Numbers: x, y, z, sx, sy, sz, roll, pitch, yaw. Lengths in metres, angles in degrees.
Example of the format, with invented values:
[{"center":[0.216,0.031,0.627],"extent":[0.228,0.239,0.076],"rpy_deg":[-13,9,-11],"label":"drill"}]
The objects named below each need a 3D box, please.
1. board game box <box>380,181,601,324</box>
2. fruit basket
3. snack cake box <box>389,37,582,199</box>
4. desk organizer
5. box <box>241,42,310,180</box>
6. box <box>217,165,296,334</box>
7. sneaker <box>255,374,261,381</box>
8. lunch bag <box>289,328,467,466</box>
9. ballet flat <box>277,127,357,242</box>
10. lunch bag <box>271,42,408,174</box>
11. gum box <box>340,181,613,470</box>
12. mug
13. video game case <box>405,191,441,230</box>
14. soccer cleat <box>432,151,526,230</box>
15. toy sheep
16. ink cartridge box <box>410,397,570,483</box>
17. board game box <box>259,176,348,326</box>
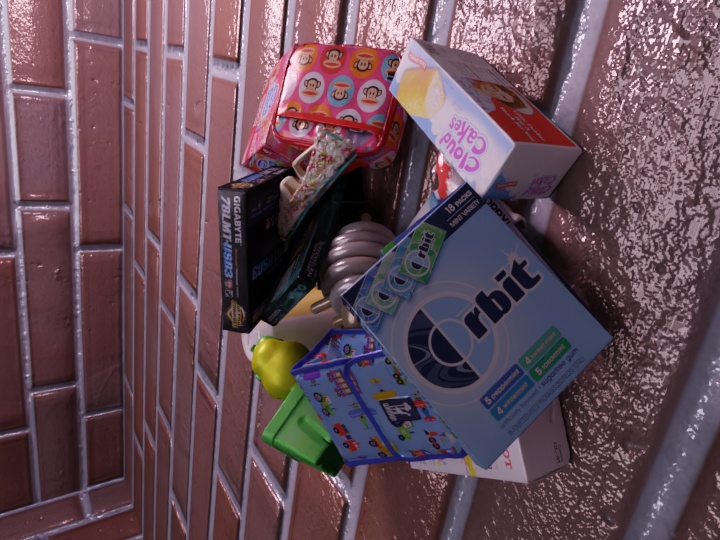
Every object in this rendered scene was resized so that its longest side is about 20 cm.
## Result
[{"center":[0.131,0.020,0.544],"extent":[0.201,0.134,0.035],"rpy_deg":[51,173,11],"label":"board game box"},{"center":[-0.082,0.189,0.826],"extent":[0.217,0.213,0.156],"rpy_deg":[54,176,36],"label":"fruit basket"},{"center":[0.132,-0.169,0.579],"extent":[0.202,0.113,0.068],"rpy_deg":[59,136,32],"label":"snack cake box"},{"center":[-0.033,-0.074,0.865],"extent":[0.076,0.070,0.206],"rpy_deg":[-6,89,52],"label":"desk organizer"},{"center":[-0.118,-0.260,0.883],"extent":[0.099,0.094,0.205],"rpy_deg":[-15,57,53],"label":"box"},{"center":[-0.149,-0.040,0.780],"extent":[0.048,0.200,0.204],"rpy_deg":[6,110,10],"label":"box"},{"center":[-0.180,0.152,1.091],"extent":[0.074,0.082,0.205],"rpy_deg":[33,119,48],"label":"sneaker"},{"center":[0.036,0.145,0.611],"extent":[0.198,0.094,0.153],"rpy_deg":[-16,108,46],"label":"lunch bag"},{"center":[-0.075,-0.122,0.730],"extent":[0.064,0.076,0.200],"rpy_deg":[40,129,-5],"label":"ballet flat"},{"center":[-0.029,-0.228,0.757],"extent":[0.196,0.082,0.181],"rpy_deg":[16,90,25],"label":"lunch bag"},{"center":[0.106,0.047,0.496],"extent":[0.201,0.169,0.045],"rpy_deg":[49,172,11],"label":"gum box"},{"center":[-0.143,0.100,0.973],"extent":[0.189,0.150,0.151],"rpy_deg":[60,138,31],"label":"mug"},{"center":[0.075,0.011,0.734],"extent":[0.201,0.017,0.146],"rpy_deg":[-55,35,42],"label":"video game case"},{"center":[0.149,-0.065,0.615],"extent":[0.084,0.068,0.205],"rpy_deg":[-26,76,44],"label":"soccer cleat"},{"center":[0.000,0.000,0.730],"extent":[0.138,0.135,0.204],"rpy_deg":[-44,38,47],"label":"toy sheep"},{"center":[0.137,0.166,0.639],"extent":[0.199,0.084,0.152],"rpy_deg":[-23,75,55],"label":"ink cartridge box"},{"center":[-0.081,-0.031,0.761],"extent":[0.135,0.028,0.203],"rpy_deg":[-42,25,47],"label":"board game box"}]
